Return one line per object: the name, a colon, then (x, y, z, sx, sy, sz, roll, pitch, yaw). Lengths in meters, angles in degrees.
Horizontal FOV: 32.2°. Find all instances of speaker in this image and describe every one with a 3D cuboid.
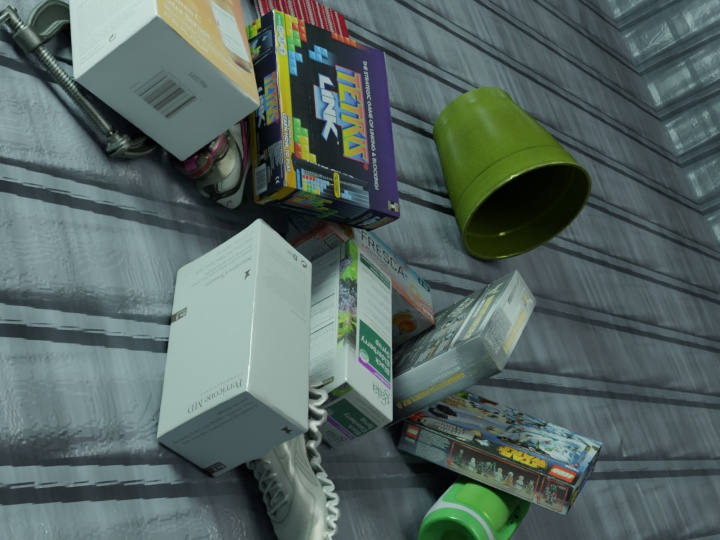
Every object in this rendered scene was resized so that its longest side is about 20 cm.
speaker: (0.131, 0.265, 1.372, 0.089, 0.088, 0.200, 61, 27, 0)

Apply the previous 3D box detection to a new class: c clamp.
c clamp: (-0.263, -0.176, 1.168, 0.200, 0.027, 0.171, 48, 24, -24)

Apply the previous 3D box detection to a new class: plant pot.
plant pot: (0.198, -0.153, 1.793, 0.200, 0.200, 0.194, 24, 33, -50)

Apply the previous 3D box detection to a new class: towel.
towel: (-0.068, -0.297, 1.621, 0.199, 0.022, 0.146, 15, 54, -53)

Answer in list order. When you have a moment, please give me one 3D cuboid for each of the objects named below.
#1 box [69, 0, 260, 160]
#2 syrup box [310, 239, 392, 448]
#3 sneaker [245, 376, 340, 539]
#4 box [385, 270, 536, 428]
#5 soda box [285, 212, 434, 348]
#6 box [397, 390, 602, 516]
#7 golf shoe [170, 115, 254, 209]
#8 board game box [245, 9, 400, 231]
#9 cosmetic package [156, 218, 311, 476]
box: (-0.195, -0.239, 1.221, 0.152, 0.106, 0.201, 37, 29, -44)
syrup box: (-0.019, 0.074, 1.292, 0.079, 0.081, 0.201, 42, 31, -33)
sneaker: (-0.071, 0.182, 1.127, 0.081, 0.075, 0.201, 19, 45, -34)
box: (0.106, 0.086, 1.415, 0.048, 0.158, 0.200, 57, 26, -8)
soda box: (0.000, 0.000, 1.411, 0.200, 0.063, 0.069, 43, 28, -33)
box: (0.158, 0.196, 1.394, 0.199, 0.040, 0.137, 20, 19, 19)
golf shoe: (-0.139, -0.151, 1.313, 0.092, 0.072, 0.201, 48, 39, -37)
board game box: (-0.040, -0.155, 1.319, 0.165, 0.057, 0.201, 11, 66, -41)
cosmetic package: (-0.108, 0.068, 1.111, 0.081, 0.113, 0.201, 41, 31, -33)
